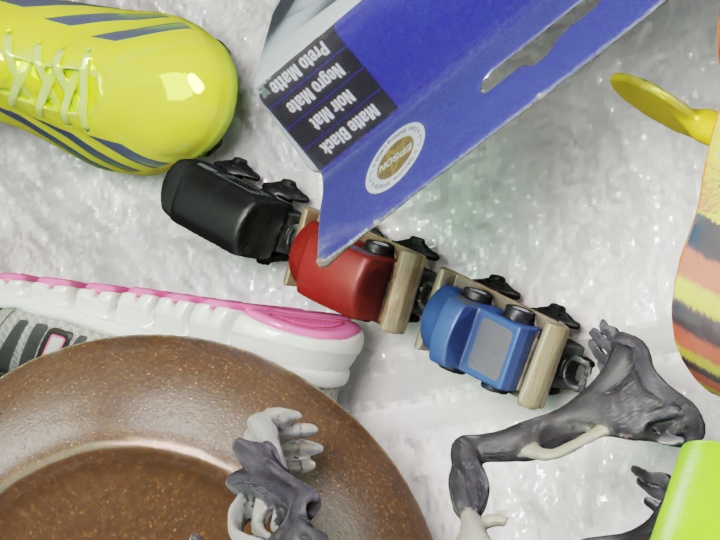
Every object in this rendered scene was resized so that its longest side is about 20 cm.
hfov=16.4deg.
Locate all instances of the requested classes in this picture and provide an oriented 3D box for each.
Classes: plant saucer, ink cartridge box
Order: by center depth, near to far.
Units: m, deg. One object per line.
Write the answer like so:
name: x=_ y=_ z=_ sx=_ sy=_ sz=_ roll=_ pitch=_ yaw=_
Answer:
ink cartridge box: x=0.048 y=-0.123 z=0.784 sx=0.200 sy=0.041 sz=0.200 roll=-38 pitch=27 yaw=31
plant saucer: x=-0.071 y=0.123 z=0.839 sx=0.200 sy=0.037 sz=0.201 roll=1 pitch=98 yaw=8

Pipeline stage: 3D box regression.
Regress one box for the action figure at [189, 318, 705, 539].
action figure: x=0.010 y=0.099 z=0.763 sx=0.102 sy=0.200 sz=0.119 roll=21 pitch=135 yaw=68

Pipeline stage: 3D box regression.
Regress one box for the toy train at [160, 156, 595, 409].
toy train: x=0.000 y=0.000 z=0.873 sx=0.200 sy=0.046 sz=0.034 roll=26 pitch=101 yaw=40

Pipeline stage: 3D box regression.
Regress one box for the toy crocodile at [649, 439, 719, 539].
toy crocodile: x=0.176 y=0.075 z=0.686 sx=0.200 sy=0.062 sz=0.068 roll=0 pitch=66 yaw=19

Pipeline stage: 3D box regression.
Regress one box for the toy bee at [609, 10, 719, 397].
toy bee: x=0.126 y=-0.054 z=0.732 sx=0.131 sy=0.109 sz=0.200 roll=-2 pitch=83 yaw=42

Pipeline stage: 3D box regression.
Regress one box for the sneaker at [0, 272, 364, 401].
sneaker: x=-0.085 y=0.050 z=0.922 sx=0.200 sy=0.074 sz=0.088 roll=6 pitch=88 yaw=40

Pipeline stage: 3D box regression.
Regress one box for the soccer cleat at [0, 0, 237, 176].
soccer cleat: x=-0.131 y=-0.080 z=0.971 sx=0.200 sy=0.084 sz=0.065 roll=18 pitch=97 yaw=41
